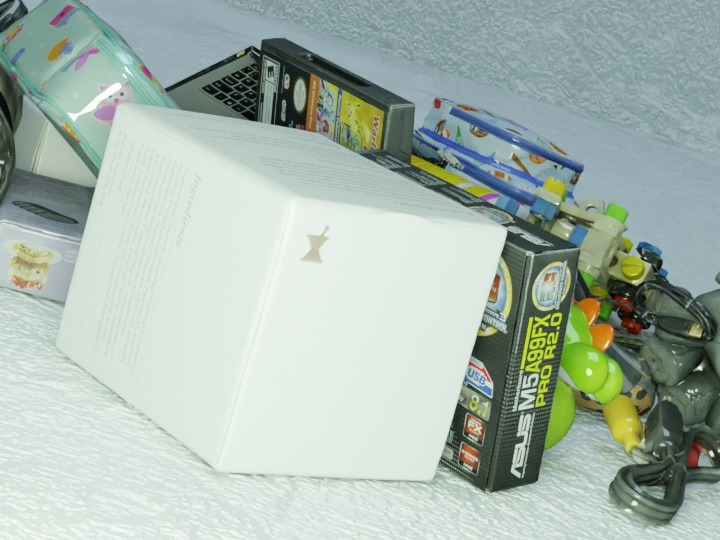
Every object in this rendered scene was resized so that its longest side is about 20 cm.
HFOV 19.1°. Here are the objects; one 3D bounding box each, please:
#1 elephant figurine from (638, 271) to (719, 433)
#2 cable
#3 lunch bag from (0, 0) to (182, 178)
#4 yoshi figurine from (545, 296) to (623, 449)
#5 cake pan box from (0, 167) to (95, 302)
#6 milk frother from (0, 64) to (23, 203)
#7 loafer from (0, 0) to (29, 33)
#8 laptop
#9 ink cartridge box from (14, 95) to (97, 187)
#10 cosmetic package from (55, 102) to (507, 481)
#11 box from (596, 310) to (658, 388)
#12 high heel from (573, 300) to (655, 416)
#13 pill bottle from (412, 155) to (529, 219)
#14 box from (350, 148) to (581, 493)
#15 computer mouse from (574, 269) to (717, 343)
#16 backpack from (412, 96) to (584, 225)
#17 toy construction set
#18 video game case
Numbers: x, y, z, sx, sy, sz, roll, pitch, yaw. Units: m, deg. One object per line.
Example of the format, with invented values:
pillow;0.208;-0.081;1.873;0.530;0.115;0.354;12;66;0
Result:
elephant figurine;0.315;0.035;1.647;0.155;0.142;0.200;25;39;32
cable;0.203;0.139;1.437;0.097;0.050;0.200;34;24;-4
lunch bag;-0.174;-0.109;1.515;0.160;0.077;0.200;51;-4;-31
yoshi figurine;0.090;0.056;1.459;0.112;0.112;0.200;-11;28;-32
cake pan box;-0.168;-0.013;1.521;0.200;0.052;0.184;14;14;-15
milk frother;-0.327;-0.144;1.497;0.180;0.200;0.188;2;17;-9
loafer;-0.343;-0.152;1.668;0.200;0.070;0.068;-27;28;-18
laptop;-0.047;-0.082;1.711;0.200;0.116;0.187;-20;-38;37
ink cartridge box;-0.229;-0.097;1.736;0.146;0.084;0.200;10;13;-30
cosmetic package;-0.052;0.011;1.290;0.167;0.166;0.200;7;15;-39
box;0.196;0.060;1.750;0.200;0.035;0.110;10;14;-32
high heel;0.123;0.067;1.624;0.200;0.071;0.143;6;-29;44
pill bottle;0.047;-0.042;1.831;0.200;0.104;0.104;28;15;39
box;0.045;0.028;1.360;0.044;0.160;0.200;-8;26;-38
computer mouse;0.176;0.029;1.601;0.200;0.059;0.034;9;33;42
backpack;0.124;-0.062;1.960;0.200;0.154;0.190;9;25;-48
toy construction set;0.181;-0.013;1.721;0.131;0.092;0.200;24;4;19
video game case;-0.025;-0.046;1.514;0.025;0.200;0.181;-7;23;-30
